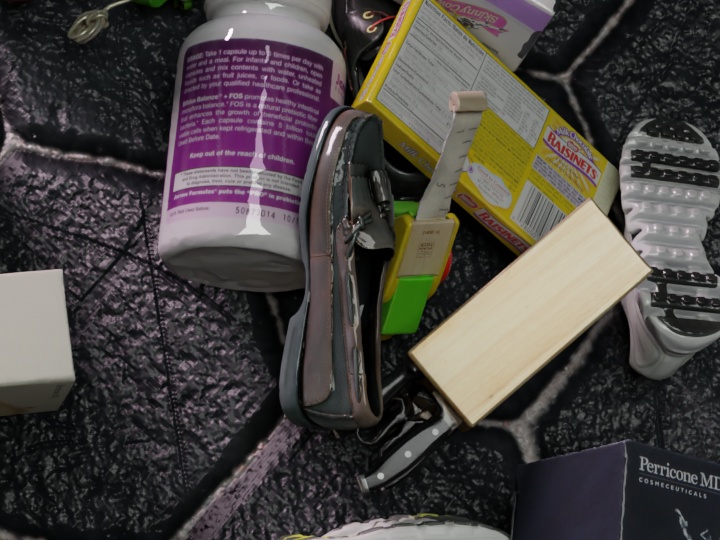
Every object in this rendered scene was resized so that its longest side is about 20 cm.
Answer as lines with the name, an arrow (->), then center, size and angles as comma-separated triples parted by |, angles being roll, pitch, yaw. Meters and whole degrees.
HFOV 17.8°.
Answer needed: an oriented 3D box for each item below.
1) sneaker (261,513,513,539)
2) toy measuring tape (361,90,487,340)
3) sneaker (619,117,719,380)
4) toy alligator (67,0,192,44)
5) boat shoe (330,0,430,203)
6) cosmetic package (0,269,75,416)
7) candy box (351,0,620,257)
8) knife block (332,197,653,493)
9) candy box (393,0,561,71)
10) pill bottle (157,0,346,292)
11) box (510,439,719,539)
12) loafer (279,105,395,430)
sneaker -> 0.002, 0.202, 1.448 | 0.200, 0.074, 0.085 | -7, 90, -12
toy measuring tape -> 0.032, -0.042, 1.473 | 0.074, 0.200, 0.074 | 12, 32, -8
sneaker -> 0.202, -0.017, 1.553 | 0.075, 0.081, 0.200 | 11, 53, -7
toy alligator -> -0.115, -0.202, 1.536 | 0.200, 0.059, 0.054 | -49, 130, -21
boat shoe -> 0.023, -0.145, 1.549 | 0.074, 0.063, 0.201 | -3, 74, -13
cosmetic package -> -0.280, 0.052, 1.395 | 0.200, 0.104, 0.073 | -4, 77, -14
candy box -> 0.087, -0.084, 1.520 | 0.200, 0.026, 0.102 | 41, 53, -22
knife block -> 0.071, 0.057, 1.447 | 0.064, 0.200, 0.176 | 49, 40, 3
candy box -> 0.078, -0.259, 1.562 | 0.168, 0.072, 0.200 | 29, 54, -5
pill bottle -> -0.066, -0.095, 1.484 | 0.112, 0.112, 0.200 | 8, 74, -12
box -> 0.199, 0.227, 1.428 | 0.200, 0.124, 0.197 | 16, 69, -28
loafer -> 0.000, 0.000, 1.414 | 0.063, 0.072, 0.200 | 7, 88, 32
